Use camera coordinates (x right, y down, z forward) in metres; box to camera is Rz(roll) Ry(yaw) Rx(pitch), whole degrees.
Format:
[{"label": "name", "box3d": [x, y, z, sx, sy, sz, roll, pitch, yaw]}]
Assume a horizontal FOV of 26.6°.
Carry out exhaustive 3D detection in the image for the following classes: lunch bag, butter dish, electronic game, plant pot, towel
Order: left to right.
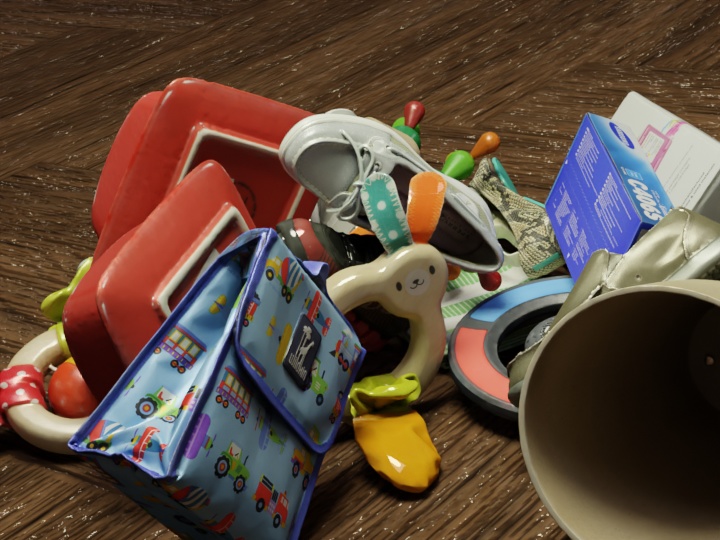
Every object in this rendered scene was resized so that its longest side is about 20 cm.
[{"label": "butter dish", "box3d": [-0.153, 0.048, 1.169, 0.148, 0.200, 0.200, -9, 30, 32]}, {"label": "butter dish", "box3d": [-0.149, -0.075, 1.308, 0.199, 0.200, 0.148, 12, 17, -44]}, {"label": "lunch bag", "box3d": [-0.075, 0.078, 1.021, 0.094, 0.151, 0.200, 11, 63, 38]}, {"label": "towel", "box3d": [0.091, 0.023, 1.340, 0.152, 0.023, 0.200, -17, 24, -17]}, {"label": "electronic game", "box3d": [0.167, 0.059, 1.183, 0.200, 0.042, 0.200, -5, 30, 3]}, {"label": "plant pot", "box3d": [0.230, 0.082, 0.992, 0.187, 0.187, 0.200, 5, 13, 30]}]

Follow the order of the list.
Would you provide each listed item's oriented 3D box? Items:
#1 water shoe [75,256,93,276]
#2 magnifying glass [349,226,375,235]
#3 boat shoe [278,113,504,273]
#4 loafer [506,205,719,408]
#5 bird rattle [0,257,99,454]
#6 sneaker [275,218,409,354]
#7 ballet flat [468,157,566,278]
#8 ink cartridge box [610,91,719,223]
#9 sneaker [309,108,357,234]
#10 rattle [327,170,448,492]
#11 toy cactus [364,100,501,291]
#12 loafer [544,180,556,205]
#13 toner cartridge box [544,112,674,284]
[{"label": "water shoe", "box3d": [-0.174, -0.002, 1.440, 0.200, 0.072, 0.079, 3, 25, 26]}, {"label": "magnifying glass", "box3d": [-0.039, 0.006, 1.285, 0.200, 0.080, 0.022, -37, 55, 13]}, {"label": "boat shoe", "box3d": [0.028, -0.057, 1.188, 0.074, 0.202, 0.065, -52, 30, 15]}, {"label": "loafer", "box3d": [0.181, 0.027, 1.089, 0.200, 0.075, 0.070, -36, 59, -2]}, {"label": "bird rattle", "box3d": [-0.244, 0.086, 1.243, 0.163, 0.113, 0.200, 26, 42, 28]}, {"label": "sneaker", "box3d": [0.000, 0.000, 1.217, 0.098, 0.200, 0.071, -27, 59, 13]}, {"label": "ballet flat", "box3d": [0.130, -0.047, 1.392, 0.075, 0.068, 0.200, -35, 29, 0]}, {"label": "ink cartridge box", "box3d": [0.298, -0.063, 1.295, 0.144, 0.085, 0.200, 28, 13, -23]}, {"label": "sneaker", "box3d": [-0.002, -0.051, 1.362, 0.082, 0.200, 0.075, -12, -19, 31]}, {"label": "rattle", "box3d": [0.032, 0.035, 1.114, 0.130, 0.200, 0.143, 26, 10, -12]}, {"label": "toy cactus", "box3d": [0.058, -0.083, 1.327, 0.102, 0.165, 0.200, -30, 50, 23]}, {"label": "loafer", "box3d": [0.214, -0.033, 1.355, 0.073, 0.071, 0.200, -19, 25, -20]}, {"label": "toner cartridge box", "box3d": [0.200, -0.041, 1.215, 0.043, 0.095, 0.200, 16, 27, -13]}]
